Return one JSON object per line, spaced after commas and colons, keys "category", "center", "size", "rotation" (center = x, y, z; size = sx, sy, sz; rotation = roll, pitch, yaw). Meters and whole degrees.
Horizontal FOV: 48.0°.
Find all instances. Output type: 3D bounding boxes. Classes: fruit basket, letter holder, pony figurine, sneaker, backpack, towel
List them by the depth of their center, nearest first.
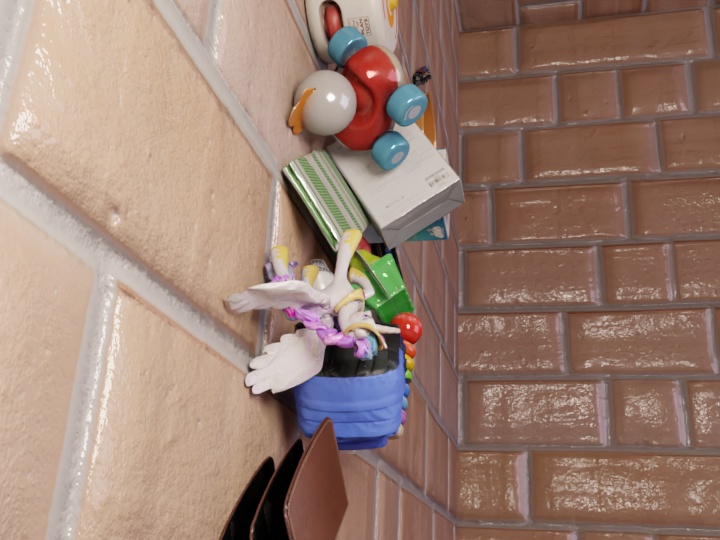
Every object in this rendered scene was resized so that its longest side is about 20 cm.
{"category": "letter holder", "center": [-0.092, 0.274, 0.951], "size": [0.200, 0.100, 0.143], "rotation": [-58, 142, -68]}
{"category": "pony figurine", "center": [-0.061, 0.043, 0.994], "size": [0.201, 0.192, 0.167], "rotation": [-107, -174, -51]}
{"category": "backpack", "center": [-0.009, 0.164, 1.111], "size": [0.200, 0.161, 0.169], "rotation": [-97, -179, -79]}
{"category": "towel", "center": [-0.048, -0.112, 1.235], "size": [0.153, 0.023, 0.200], "rotation": [57, 17, -6]}
{"category": "sneaker", "center": [-0.040, 0.049, 1.287], "size": [0.200, 0.076, 0.081], "rotation": [60, 21, -67]}
{"category": "fruit basket", "center": [0.000, 0.000, 1.353], "size": [0.200, 0.094, 0.185], "rotation": [46, -7, 24]}

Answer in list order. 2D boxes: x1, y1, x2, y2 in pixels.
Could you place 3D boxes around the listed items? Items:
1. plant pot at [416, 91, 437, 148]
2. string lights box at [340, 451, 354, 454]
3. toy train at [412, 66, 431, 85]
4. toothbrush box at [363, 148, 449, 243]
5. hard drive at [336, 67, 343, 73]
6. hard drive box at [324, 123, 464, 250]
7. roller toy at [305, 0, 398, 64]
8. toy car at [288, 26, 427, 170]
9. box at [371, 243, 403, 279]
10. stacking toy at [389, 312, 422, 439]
{"category": "plant pot", "center": [0.081, -0.270, 1.705], "size": [0.200, 0.139, 0.202], "rotation": [-2, 90, -78]}
{"category": "string lights box", "center": [-0.025, 0.200, 1.343], "size": [0.200, 0.059, 0.103], "rotation": [-68, 153, -60]}
{"category": "toy train", "center": [0.186, -0.594, 2.468], "size": [0.200, 0.034, 0.046], "rotation": [-57, 130, -67]}
{"category": "toothbrush box", "center": [0.058, -0.132, 1.449], "size": [0.085, 0.199, 0.147], "rotation": [67, 25, -54]}
{"category": "hard drive", "center": [-0.021, -0.319, 1.517], "size": [0.200, 0.026, 0.133], "rotation": [-72, 156, -56]}
{"category": "hard drive box", "center": [0.056, -0.161, 1.361], "size": [0.200, 0.155, 0.077], "rotation": [57, -3, 30]}
{"category": "roller toy", "center": [-0.006, -0.441, 1.349], "size": [0.182, 0.139, 0.202], "rotation": [18, 71, -76]}
{"category": "toy car", "center": [-0.039, -0.247, 1.236], "size": [0.199, 0.185, 0.177], "rotation": [-24, 152, -33]}
{"category": "box", "center": [0.061, 0.005, 1.666], "size": [0.159, 0.046, 0.201], "rotation": [71, 6, -57]}
{"category": "stacking toy", "center": [0.054, 0.160, 1.281], "size": [0.086, 0.085, 0.201], "rotation": [67, 39, -58]}
